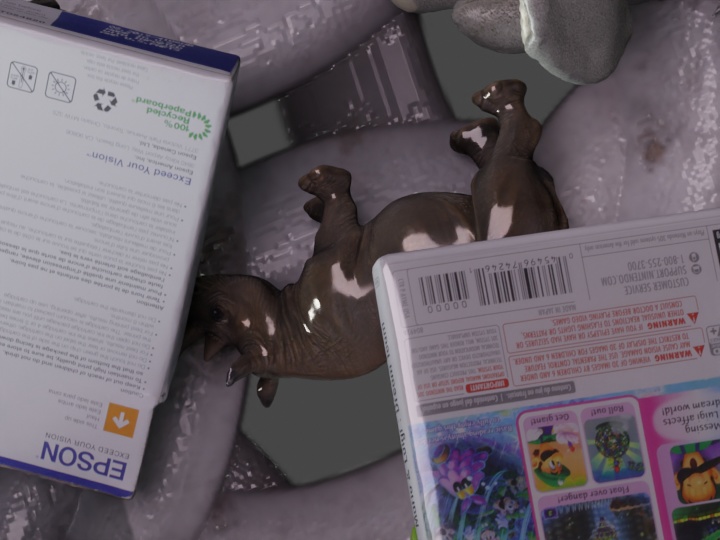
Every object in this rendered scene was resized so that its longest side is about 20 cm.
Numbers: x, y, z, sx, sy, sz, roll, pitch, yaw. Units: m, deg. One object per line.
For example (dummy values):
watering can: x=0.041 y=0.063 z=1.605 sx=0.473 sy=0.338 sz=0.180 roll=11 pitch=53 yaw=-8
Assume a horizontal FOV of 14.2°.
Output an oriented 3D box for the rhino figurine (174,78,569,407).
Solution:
rhino figurine: x=0.000 y=0.000 z=1.256 sx=0.200 sy=0.060 sz=0.088 roll=-26 pitch=71 yaw=13

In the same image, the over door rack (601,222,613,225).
over door rack: x=0.126 y=0.067 z=1.160 sx=0.147 sy=0.067 sz=0.200 roll=-12 pitch=65 yaw=-9

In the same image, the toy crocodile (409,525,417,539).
toy crocodile: x=0.100 y=0.166 z=1.188 sx=0.200 sy=0.068 sz=0.062 roll=33 pitch=57 yaw=21

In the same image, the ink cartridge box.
ink cartridge box: x=-0.166 y=-0.020 z=1.244 sx=0.199 sy=0.041 sz=0.201 roll=15 pitch=110 yaw=1

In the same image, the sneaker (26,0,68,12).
sneaker: x=-0.169 y=-0.095 z=1.288 sx=0.199 sy=0.084 sz=0.077 roll=13 pitch=52 yaw=-4

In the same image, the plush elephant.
plush elephant: x=0.095 y=-0.165 z=1.204 sx=0.200 sy=0.155 sz=0.165 roll=31 pitch=90 yaw=21

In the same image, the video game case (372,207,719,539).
video game case: x=0.116 y=0.070 z=1.119 sx=0.199 sy=0.024 sz=0.183 roll=-8 pitch=79 yaw=-9
